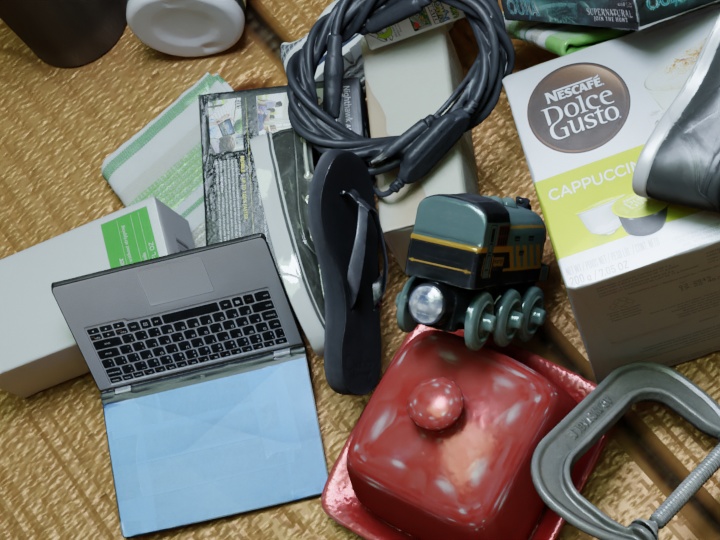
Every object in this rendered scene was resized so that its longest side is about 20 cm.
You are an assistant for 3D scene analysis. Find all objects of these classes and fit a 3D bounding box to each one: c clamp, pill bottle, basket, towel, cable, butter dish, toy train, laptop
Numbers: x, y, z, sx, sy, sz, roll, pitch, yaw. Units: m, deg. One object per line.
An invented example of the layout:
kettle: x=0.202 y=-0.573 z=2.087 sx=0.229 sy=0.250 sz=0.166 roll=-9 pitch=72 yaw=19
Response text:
c clamp: x=0.234 y=0.146 z=1.284 sx=0.199 sy=0.027 sz=0.171 roll=-33 pitch=65 yaw=-29
pill bottle: x=-0.162 y=-0.319 z=1.631 sx=0.113 sy=0.114 sz=0.201 roll=-5 pitch=64 yaw=15
basket: x=-0.311 y=-0.295 z=1.616 sx=0.180 sy=0.200 sz=0.136 roll=31 pitch=77 yaw=26
towel: x=-0.134 y=-0.073 z=1.561 sx=0.149 sy=0.031 sz=0.200 roll=-40 pitch=63 yaw=-2
cable: x=0.034 y=-0.171 z=1.416 sx=0.163 sy=0.051 sz=0.200 roll=43 pitch=93 yaw=17
butter dish: x=0.073 y=0.128 z=1.329 sx=0.199 sy=0.148 sz=0.201 roll=24 pitch=75 yaw=25
toy train: x=0.095 y=-0.003 z=1.325 sx=0.085 sy=0.200 sz=0.115 roll=15 pitch=98 yaw=26
laptop: x=-0.140 y=0.098 z=1.407 sx=0.186 sy=0.201 sz=0.116 roll=-13 pitch=39 yaw=6
towel: x=0.207 y=-0.210 z=1.424 sx=0.148 sy=0.031 sz=0.200 roll=-17 pitch=17 yaw=-6

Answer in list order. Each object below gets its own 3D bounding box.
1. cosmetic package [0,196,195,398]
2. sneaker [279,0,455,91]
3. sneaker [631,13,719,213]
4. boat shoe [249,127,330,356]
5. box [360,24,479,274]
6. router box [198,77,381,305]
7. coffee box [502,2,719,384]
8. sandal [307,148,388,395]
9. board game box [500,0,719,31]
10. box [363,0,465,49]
cosmetic package: x=-0.243 y=0.026 z=1.498 sx=0.199 sy=0.085 sz=0.108 roll=-22 pitch=70 yaw=11
sneaker: x=0.016 y=-0.236 z=1.564 sx=0.199 sy=0.077 sz=0.081 roll=-34 pitch=50 yaw=-3
sneaker: x=0.283 y=-0.121 z=1.199 sx=0.099 sy=0.071 sz=0.201 roll=27 pitch=80 yaw=24
boat shoe: x=-0.041 y=-0.029 z=1.412 sx=0.063 sy=0.071 sz=0.201 roll=-16 pitch=74 yaw=4
box: x=0.056 y=-0.109 z=1.477 sx=0.077 sy=0.095 sz=0.201 roll=-12 pitch=61 yaw=12
router box: x=-0.063 y=-0.062 z=1.487 sx=0.148 sy=0.051 sz=0.201 roll=-6 pitch=75 yaw=6
coffee box: x=0.243 y=-0.059 z=1.332 sx=0.198 sy=0.200 sz=0.199 roll=-18 pitch=62 yaw=8
sandal: x=0.000 y=0.000 z=1.373 sx=0.043 sy=0.076 sz=0.202 roll=-2 pitch=97 yaw=36
board game box: x=0.217 y=-0.226 z=1.343 sx=0.135 sy=0.028 sz=0.200 roll=-21 pitch=18 yaw=-21
box: x=0.050 y=-0.284 z=1.517 sx=0.109 sy=0.035 sz=0.201 roll=-17 pitch=40 yaw=14
